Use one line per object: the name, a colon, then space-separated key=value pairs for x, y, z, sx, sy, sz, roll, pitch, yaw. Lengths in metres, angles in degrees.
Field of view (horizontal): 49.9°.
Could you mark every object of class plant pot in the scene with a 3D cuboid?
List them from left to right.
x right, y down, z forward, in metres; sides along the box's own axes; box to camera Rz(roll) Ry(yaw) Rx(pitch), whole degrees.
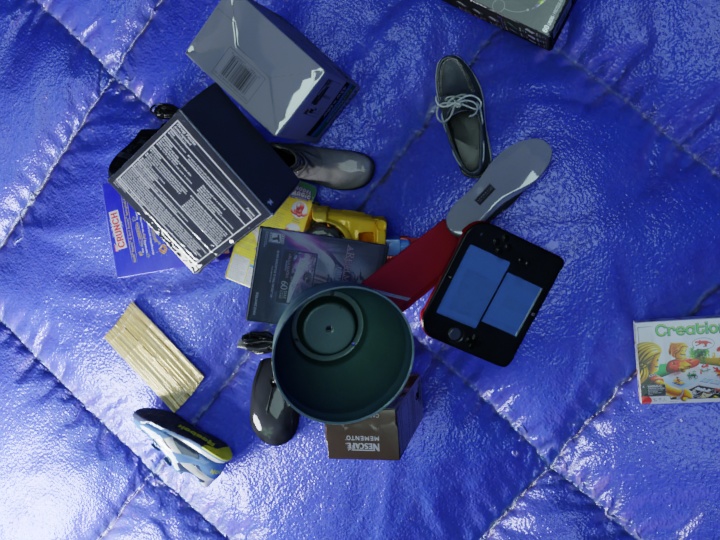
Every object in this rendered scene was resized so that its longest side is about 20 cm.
plant pot: x=-0.035 y=0.100 z=1.116 sx=0.199 sy=0.134 sz=0.202 roll=-3 pitch=106 yaw=-12

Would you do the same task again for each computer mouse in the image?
computer mouse: x=-0.327 y=-0.202 z=1.314 sx=0.140 sy=0.046 sz=0.201 roll=11 pitch=53 yaw=13
computer mouse: x=-0.153 y=0.210 z=1.339 sx=0.138 sy=0.053 sz=0.201 roll=5 pitch=96 yaw=14

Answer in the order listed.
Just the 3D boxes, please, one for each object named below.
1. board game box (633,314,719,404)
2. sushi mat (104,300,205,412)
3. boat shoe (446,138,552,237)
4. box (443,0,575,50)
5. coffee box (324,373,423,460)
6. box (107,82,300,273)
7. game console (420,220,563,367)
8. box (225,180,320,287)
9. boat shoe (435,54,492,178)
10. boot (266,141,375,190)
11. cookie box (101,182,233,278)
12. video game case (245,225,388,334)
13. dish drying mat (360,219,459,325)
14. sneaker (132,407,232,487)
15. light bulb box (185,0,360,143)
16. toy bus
board game box: x=0.519 y=0.132 z=1.162 sx=0.199 sy=0.035 sz=0.127 roll=-5 pitch=93 yaw=15
sushi mat: x=-0.377 y=0.159 z=1.415 sx=0.200 sy=0.012 sz=0.096 roll=45 pitch=102 yaw=7
boat shoe: x=0.216 y=-0.128 z=1.212 sx=0.200 sy=0.057 sz=0.069 roll=-41 pitch=74 yaw=13
box: x=0.224 y=-0.434 z=1.159 sx=0.199 sy=0.106 sz=0.123 roll=29 pitch=101 yaw=12
coffee box: x=0.025 y=0.224 z=1.214 sx=0.114 sy=0.200 sz=0.080 roll=-3 pitch=97 yaw=16
box: x=-0.235 y=-0.137 z=1.181 sx=0.198 sy=0.123 sz=0.200 roll=-31 pitch=107 yaw=35
game console: x=0.203 y=0.037 z=1.209 sx=0.176 sy=0.031 sz=0.201 roll=24 pitch=102 yaw=-12
box: x=-0.147 y=-0.064 z=1.319 sx=0.117 sy=0.048 sz=0.201 roll=21 pitch=102 yaw=13
boat shoe: x=0.158 y=-0.243 z=1.214 sx=0.074 sy=0.062 sz=0.201 roll=-10 pitch=91 yaw=17
boot: x=-0.085 y=-0.171 z=1.249 sx=0.199 sy=0.132 sz=0.070 roll=7 pitch=95 yaw=14
cookie box: x=-0.337 y=-0.087 z=1.352 sx=0.199 sy=0.075 sz=0.172 roll=-8 pitch=92 yaw=15
video game case: x=-0.065 y=0.018 z=1.173 sx=0.199 sy=0.019 sz=0.144 roll=8 pitch=99 yaw=-14
dish drying mat: x=0.088 y=0.000 z=1.202 sx=0.200 sy=0.018 sz=0.077 roll=-37 pitch=95 yaw=-30
sneaker: x=-0.330 y=0.315 z=1.385 sx=0.199 sy=0.074 sz=0.083 roll=29 pitch=103 yaw=12
light bulb box: x=-0.130 y=-0.313 z=1.214 sx=0.198 sy=0.200 sz=0.125 roll=43 pitch=104 yaw=8
toy bus: x=0.000 y=0.000 z=1.253 sx=0.191 sy=0.136 sz=0.201 roll=4 pitch=98 yaw=-1
